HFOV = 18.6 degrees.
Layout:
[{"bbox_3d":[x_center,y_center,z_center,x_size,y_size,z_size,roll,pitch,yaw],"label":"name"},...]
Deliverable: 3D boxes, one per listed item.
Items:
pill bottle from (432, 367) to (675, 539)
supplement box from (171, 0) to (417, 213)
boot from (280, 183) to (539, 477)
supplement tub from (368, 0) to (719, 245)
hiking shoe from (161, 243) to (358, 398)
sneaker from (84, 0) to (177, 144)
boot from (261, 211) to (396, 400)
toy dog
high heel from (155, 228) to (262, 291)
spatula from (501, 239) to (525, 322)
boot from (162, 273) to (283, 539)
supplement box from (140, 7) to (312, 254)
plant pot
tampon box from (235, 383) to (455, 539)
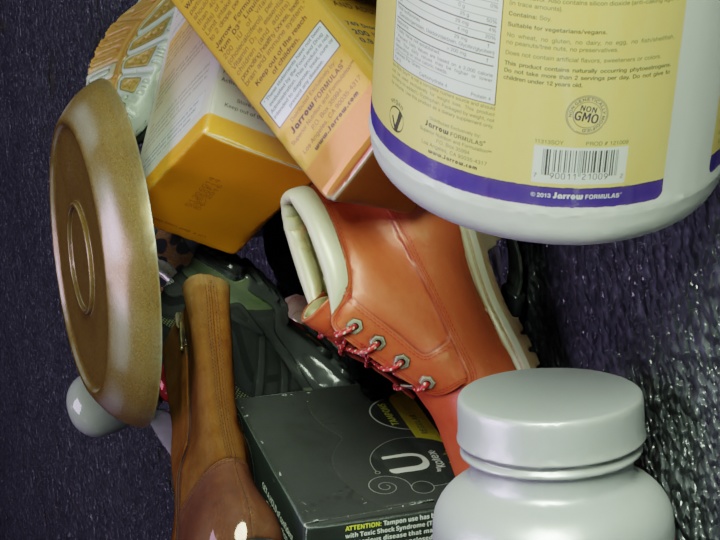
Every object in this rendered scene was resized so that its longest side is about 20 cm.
[{"bbox_3d":[0.087,0.150,0.985,0.109,0.109,0.200,-145,50,-69],"label":"pill bottle"},{"bbox_3d":[-0.030,-0.118,1.074,0.200,0.067,0.069,50,117,31],"label":"supplement box"},{"bbox_3d":[0.026,0.038,1.093,0.075,0.107,0.200,-27,81,65],"label":"boot"},{"bbox_3d":[0.078,-0.127,0.836,0.145,0.145,0.200,-122,30,-55],"label":"supplement tub"},{"bbox_3d":[-0.056,0.078,1.341,0.200,0.101,0.076,47,-177,-13],"label":"hiking shoe"},{"bbox_3d":[-0.103,-0.142,1.357,0.076,0.088,0.200,-15,42,36],"label":"sneaker"},{"bbox_3d":[0.001,0.000,1.277,0.198,0.073,0.163,114,150,-49],"label":"boot"},{"bbox_3d":[-0.082,0.077,1.447,0.096,0.200,0.132,79,-158,-65],"label":"toy dog"},{"bbox_3d":[-0.122,0.035,1.587,0.071,0.142,0.200,-120,28,-54],"label":"high heel"},{"bbox_3d":[0.075,-0.002,1.117,0.057,0.021,0.200,47,144,45],"label":"spatula"},{"bbox_3d":[-0.099,0.129,1.232,0.188,0.068,0.200,111,150,-56],"label":"boot"},{"bbox_3d":[-0.059,-0.126,1.232,0.126,0.073,0.200,-39,36,58],"label":"supplement box"},{"bbox_3d":[-0.148,-0.008,1.247,0.200,0.027,0.200,174,90,-73],"label":"plant pot"},{"bbox_3d":[0.005,0.184,1.246,0.150,0.126,0.200,-127,35,-59],"label":"tampon box"}]
